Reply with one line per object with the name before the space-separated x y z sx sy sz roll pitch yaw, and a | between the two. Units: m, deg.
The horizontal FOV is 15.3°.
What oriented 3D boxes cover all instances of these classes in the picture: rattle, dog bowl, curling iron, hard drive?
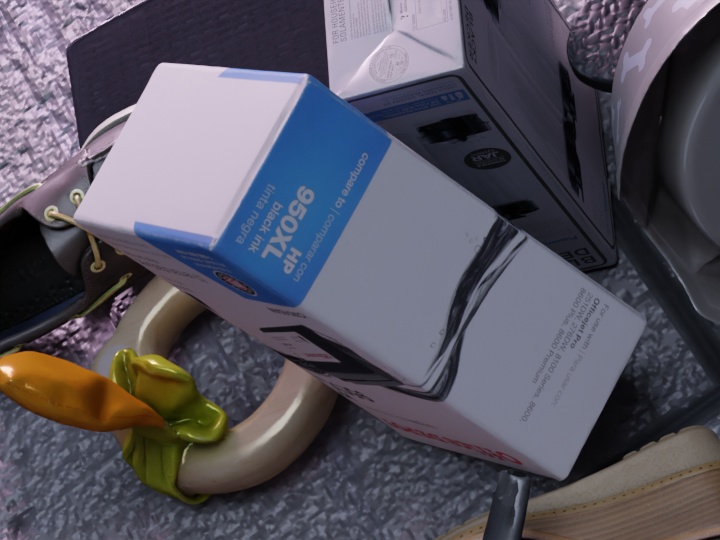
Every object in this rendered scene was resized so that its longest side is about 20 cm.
rattle | -0.056 0.003 1.226 0.200 0.143 0.130 -37 38 11
dog bowl | 0.195 -0.068 1.112 0.200 0.200 0.059 -30 39 8
curling iron | 0.035 0.174 1.103 0.049 0.026 0.201 28 113 30
hard drive | -0.052 -0.095 1.324 0.199 0.042 0.135 -20 59 15

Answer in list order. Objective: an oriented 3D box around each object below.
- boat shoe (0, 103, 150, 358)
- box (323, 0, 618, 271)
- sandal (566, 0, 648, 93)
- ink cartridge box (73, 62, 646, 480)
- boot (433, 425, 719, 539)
boat shoe | -0.136 -0.013 1.280 0.201 0.072 0.061 -34 11 26
box | 0.050 -0.084 1.178 0.060 0.200 0.117 -14 63 19
sandal | 0.179 -0.129 1.173 0.200 0.045 0.075 -34 55 -15
ink cartridge box | 0.000 0.000 1.136 0.144 0.200 0.084 11 70 61
boot | 0.099 0.175 1.107 0.199 0.072 0.167 -30 62 17
